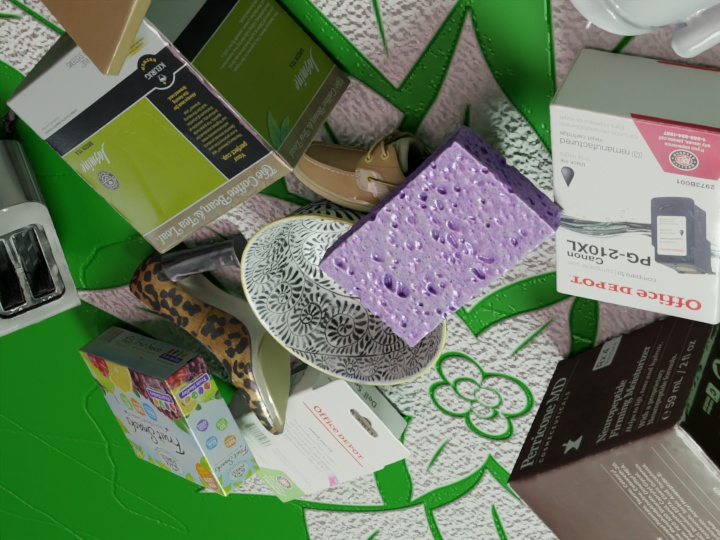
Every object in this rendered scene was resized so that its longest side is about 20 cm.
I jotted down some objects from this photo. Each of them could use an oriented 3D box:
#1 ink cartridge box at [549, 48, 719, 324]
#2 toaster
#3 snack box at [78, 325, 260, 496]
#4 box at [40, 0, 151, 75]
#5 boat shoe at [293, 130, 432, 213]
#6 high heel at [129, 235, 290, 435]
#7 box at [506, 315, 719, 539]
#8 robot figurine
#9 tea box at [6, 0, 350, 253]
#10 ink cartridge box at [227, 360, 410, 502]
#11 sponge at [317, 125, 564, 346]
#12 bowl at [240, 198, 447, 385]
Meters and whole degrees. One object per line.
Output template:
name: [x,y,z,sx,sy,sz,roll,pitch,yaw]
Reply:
ink cartridge box: [0.234,-0.066,1.537,0.144,0.085,0.201,12,135,21]
toaster: [-0.380,-0.022,1.845,0.201,0.180,0.119,79,164,-44]
snack box: [-0.196,0.140,1.935,0.200,0.053,0.143,12,134,57]
box: [-0.198,-0.282,1.505,0.164,0.021,0.201,49,123,35]
boat shoe: [0.038,-0.085,1.649,0.199,0.074,0.067,16,123,14]
high heel: [-0.147,0.072,1.869,0.142,0.071,0.201,-13,96,31]
box: [0.271,0.158,1.671,0.200,0.166,0.164,-26,116,42]
robot figurine: [0.221,-0.237,1.358,0.199,0.113,0.170,-21,95,41]
tea box: [-0.156,-0.153,1.638,0.197,0.134,0.200,46,136,-16]
ink cartridge box: [-0.037,0.150,1.912,0.199,0.067,0.117,-24,115,43]
sponge: [0.064,-0.025,1.580,0.111,0.030,0.200,41,132,-9]
bowl: [0.000,0.000,1.726,0.200,0.094,0.202,16,135,16]
